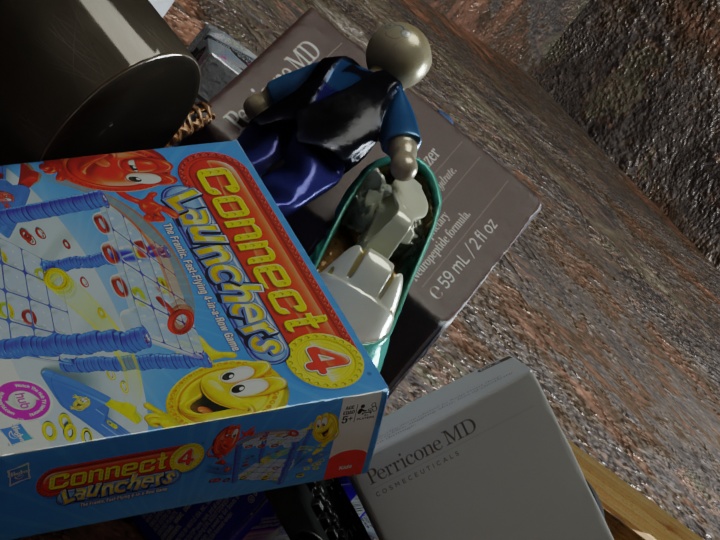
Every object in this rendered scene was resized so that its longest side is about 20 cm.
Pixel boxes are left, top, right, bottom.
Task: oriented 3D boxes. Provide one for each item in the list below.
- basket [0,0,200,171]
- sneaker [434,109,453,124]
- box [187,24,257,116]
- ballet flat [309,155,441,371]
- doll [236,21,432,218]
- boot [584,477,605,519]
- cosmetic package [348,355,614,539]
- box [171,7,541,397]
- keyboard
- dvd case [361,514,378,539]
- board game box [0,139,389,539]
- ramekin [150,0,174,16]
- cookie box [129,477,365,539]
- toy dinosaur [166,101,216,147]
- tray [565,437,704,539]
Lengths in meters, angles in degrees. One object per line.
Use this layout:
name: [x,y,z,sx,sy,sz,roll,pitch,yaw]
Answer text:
basket: [-0.189,-0.142,1.183,0.200,0.136,0.181,47,-12,18]
sneaker: [-0.013,-0.039,1.549,0.085,0.200,0.077,38,5,-7]
box: [-0.070,-0.065,1.631,0.199,0.132,0.115,36,11,-15]
ballet flat: [0.000,0.000,1.235,0.067,0.071,0.201,28,41,-5]
doll: [-0.024,-0.077,1.271,0.136,0.200,0.049,19,-42,35]
boot: [0.106,0.148,1.347,0.131,0.070,0.199,30,-7,-37]
cosmetic package: [0.078,0.158,1.156,0.201,0.112,0.081,62,-3,-7]
box: [-0.027,-0.020,1.415,0.200,0.164,0.166,40,41,1]
keyboard: [0.009,0.160,1.118,0.201,0.039,0.104,61,20,-19]
dvd case: [0.031,0.173,1.369,0.199,0.018,0.143,26,19,-50]
board game box: [-0.116,0.026,1.073,0.194,0.056,0.201,-8,44,-26]
ramekin: [-0.254,-0.236,1.751,0.200,0.105,0.200,37,12,-9]
cookie box: [-0.098,0.071,1.212,0.200,0.075,0.171,46,15,18]
toy dinosaur: [-0.187,-0.065,1.269,0.198,0.103,0.136,7,28,-29]
tray: [0.152,0.181,1.445,0.199,0.099,0.037,36,43,17]
